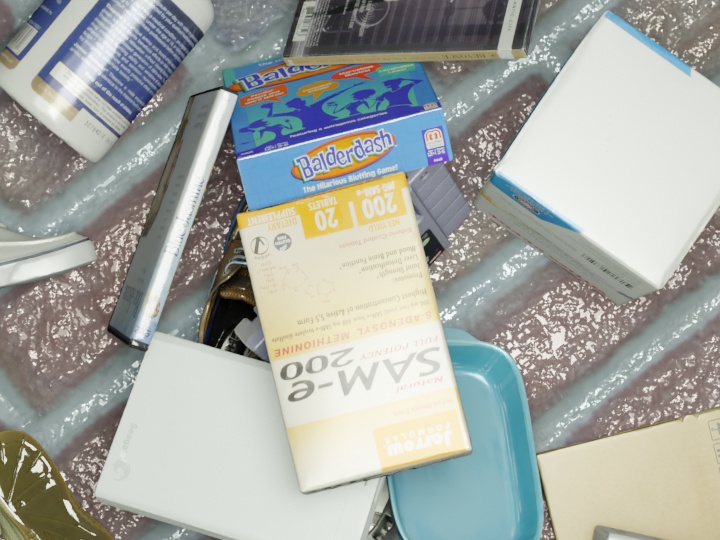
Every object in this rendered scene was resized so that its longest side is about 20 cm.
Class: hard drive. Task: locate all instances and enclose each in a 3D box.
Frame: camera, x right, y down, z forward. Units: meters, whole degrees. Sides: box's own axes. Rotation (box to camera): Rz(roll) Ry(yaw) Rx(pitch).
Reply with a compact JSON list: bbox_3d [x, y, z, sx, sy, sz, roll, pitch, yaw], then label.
[{"bbox_3d":[-0.080,0.133,1.352,0.198,0.026,0.133,15,72,12],"label":"hard drive"}]

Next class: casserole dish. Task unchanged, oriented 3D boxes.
[{"bbox_3d":[0.071,0.140,1.407,0.120,0.039,0.202,1,62,-15],"label":"casserole dish"}]

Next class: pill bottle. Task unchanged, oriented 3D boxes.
[{"bbox_3d":[-0.183,-0.192,1.424,0.111,0.111,0.200,40,88,1],"label":"pill bottle"}]

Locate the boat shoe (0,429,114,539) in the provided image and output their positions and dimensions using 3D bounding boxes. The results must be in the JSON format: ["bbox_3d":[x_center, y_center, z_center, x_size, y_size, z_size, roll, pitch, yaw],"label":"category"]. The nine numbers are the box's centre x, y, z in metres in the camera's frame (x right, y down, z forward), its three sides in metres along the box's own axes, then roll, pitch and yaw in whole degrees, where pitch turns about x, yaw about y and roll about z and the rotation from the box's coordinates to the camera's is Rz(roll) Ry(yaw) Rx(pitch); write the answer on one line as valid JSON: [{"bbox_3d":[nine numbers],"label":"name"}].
[{"bbox_3d":[-0.239,0.217,1.439,0.073,0.063,0.201,-36,95,-26],"label":"boat shoe"}]

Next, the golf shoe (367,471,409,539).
[{"bbox_3d":[-0.043,0.206,1.427,0.094,0.078,0.200,40,87,1],"label":"golf shoe"}]

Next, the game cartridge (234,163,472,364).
[{"bbox_3d":[0.000,0.000,1.412,0.200,0.130,0.038,-47,62,-2],"label":"game cartridge"}]

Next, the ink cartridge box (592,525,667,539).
[{"bbox_3d":[0.264,0.287,1.401,0.198,0.084,0.146,12,88,1],"label":"ink cartridge box"}]

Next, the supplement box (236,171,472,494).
[{"bbox_3d":[-0.003,0.046,1.301,0.125,0.074,0.202,-14,81,0],"label":"supplement box"}]

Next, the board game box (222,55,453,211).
[{"bbox_3d":[-0.022,-0.118,1.381,0.151,0.200,0.045,-15,115,-2],"label":"board game box"}]

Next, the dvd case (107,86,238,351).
[{"bbox_3d":[-0.145,-0.041,1.403,0.017,0.143,0.202,20,88,-15],"label":"dvd case"}]

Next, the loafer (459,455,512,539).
[{"bbox_3d":[0.102,0.220,1.431,0.075,0.068,0.201,-28,87,-2],"label":"loafer"}]

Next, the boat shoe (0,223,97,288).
[{"bbox_3d":[-0.306,-0.016,1.439,0.198,0.072,0.066,-9,92,7],"label":"boat shoe"}]

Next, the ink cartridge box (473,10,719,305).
[{"bbox_3d":[0.187,-0.077,1.380,0.147,0.200,0.145,34,86,1],"label":"ink cartridge box"}]

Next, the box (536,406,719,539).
[{"bbox_3d":[0.237,0.222,1.457,0.162,0.021,0.202,-13,88,-1],"label":"box"}]

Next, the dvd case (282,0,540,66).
[{"bbox_3d":[0.047,-0.222,1.406,0.198,0.016,0.150,1,61,26],"label":"dvd case"}]

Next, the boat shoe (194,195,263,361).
[{"bbox_3d":[-0.081,0.016,1.436,0.072,0.072,0.202,16,87,0],"label":"boat shoe"}]
